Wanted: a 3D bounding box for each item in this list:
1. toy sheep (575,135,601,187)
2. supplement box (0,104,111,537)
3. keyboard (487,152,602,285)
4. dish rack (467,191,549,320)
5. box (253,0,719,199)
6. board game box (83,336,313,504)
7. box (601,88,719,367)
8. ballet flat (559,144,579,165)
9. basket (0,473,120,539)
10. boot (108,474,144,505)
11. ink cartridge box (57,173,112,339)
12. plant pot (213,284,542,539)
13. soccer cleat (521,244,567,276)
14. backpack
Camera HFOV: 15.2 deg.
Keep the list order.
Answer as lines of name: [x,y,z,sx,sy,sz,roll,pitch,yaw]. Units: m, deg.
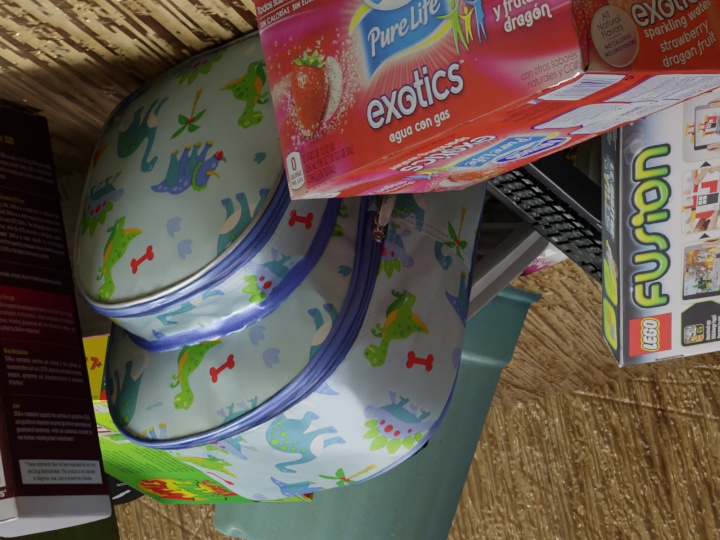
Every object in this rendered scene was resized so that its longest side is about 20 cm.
toy sheep: [0.186,-0.048,1.511,0.138,0.138,0.200,-4,178,-40]
supplement box: [-0.179,0.023,1.266,0.061,0.201,0.109,-12,172,17]
keyboard: [0.126,-0.025,1.414,0.200,0.021,0.127,37,158,-32]
dish rack: [0.000,0.000,1.513,0.199,0.044,0.172,6,-150,33]
box: [0.055,-0.099,1.113,0.099,0.096,0.200,-4,169,-38]
board game box: [-0.112,0.081,1.495,0.101,0.048,0.200,-3,159,25]
box: [0.175,-0.051,1.333,0.110,0.201,0.035,-9,-147,-9]
ballet flat: [0.190,-0.080,1.598,0.199,0.067,0.046,-12,130,27]
basket: [-0.218,0.079,1.576,0.136,0.201,0.180,-9,168,0]
boot: [-0.126,0.027,1.650,0.204,0.154,0.073,-44,147,19]
ink cartridge box: [-0.107,0.000,1.426,0.199,0.044,0.174,-9,-148,-15]
plant pot: [-0.003,0.087,1.728,0.200,0.197,0.200,14,180,0]
soccer cleat: [0.147,-0.049,1.703,0.199,0.070,0.086,-14,165,-20]
backpack: [-0.044,-0.004,1.255,0.183,0.201,0.147,-19,144,38]
